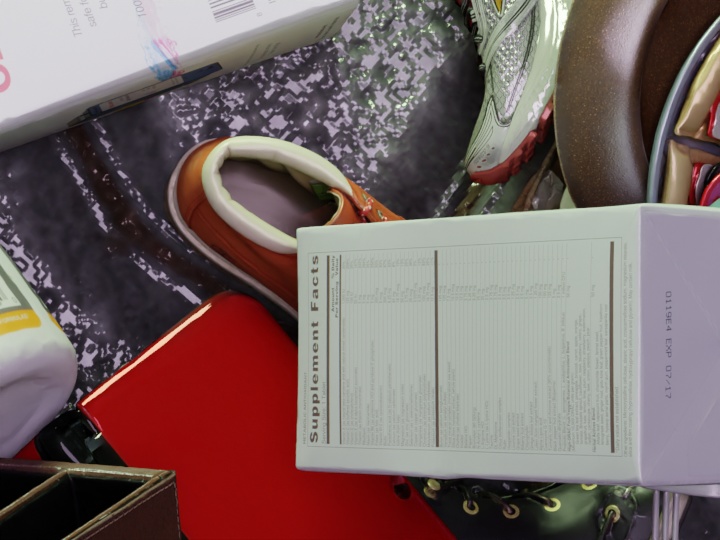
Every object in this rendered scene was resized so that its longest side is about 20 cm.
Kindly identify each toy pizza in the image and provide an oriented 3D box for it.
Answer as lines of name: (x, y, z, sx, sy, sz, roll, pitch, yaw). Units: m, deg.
toy pizza: (0.217, -0.046, 1.192, 0.199, 0.032, 0.202, -12, 109, -37)

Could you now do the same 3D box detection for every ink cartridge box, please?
ink cartridge box: (-0.120, -0.155, 1.174, 0.199, 0.087, 0.146, -21, 87, -12)

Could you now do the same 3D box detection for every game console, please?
game console: (-0.071, 0.145, 1.137, 0.200, 0.119, 0.172, 50, 122, 4)

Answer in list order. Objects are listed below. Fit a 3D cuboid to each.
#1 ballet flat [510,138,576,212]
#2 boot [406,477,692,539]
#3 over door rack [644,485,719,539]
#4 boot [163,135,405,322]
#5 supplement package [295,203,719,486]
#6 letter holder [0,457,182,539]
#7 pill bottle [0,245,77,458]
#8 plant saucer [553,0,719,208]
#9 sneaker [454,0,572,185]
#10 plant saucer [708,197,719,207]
ballet flat: (0.134, -0.072, 1.216, 0.070, 0.065, 0.201, 26, 80, -4)
boot: (0.072, 0.116, 1.186, 0.150, 0.073, 0.201, 25, 86, -6)
over door rack: (0.216, 0.109, 1.163, 0.199, 0.066, 0.149, 14, 73, -35)
boot: (0.000, 0.000, 1.168, 0.199, 0.107, 0.075, 30, 78, -7)
supplement package: (0.077, 0.033, 1.051, 0.109, 0.199, 0.115, 3, 87, -44)
letter holder: (-0.144, 0.199, 1.036, 0.100, 0.142, 0.201, 2, 106, 25)
pill bottle: (-0.226, 0.000, 1.108, 0.116, 0.116, 0.200, -35, 71, -11)
plant saucer: (0.176, -0.093, 1.187, 0.199, 0.032, 0.202, -12, 109, -38)
sneaker: (0.070, -0.139, 1.215, 0.082, 0.078, 0.201, 8, 75, -1)
plant saucer: (0.200, -0.015, 1.135, 0.200, 0.019, 0.070, -37, 90, -22)
